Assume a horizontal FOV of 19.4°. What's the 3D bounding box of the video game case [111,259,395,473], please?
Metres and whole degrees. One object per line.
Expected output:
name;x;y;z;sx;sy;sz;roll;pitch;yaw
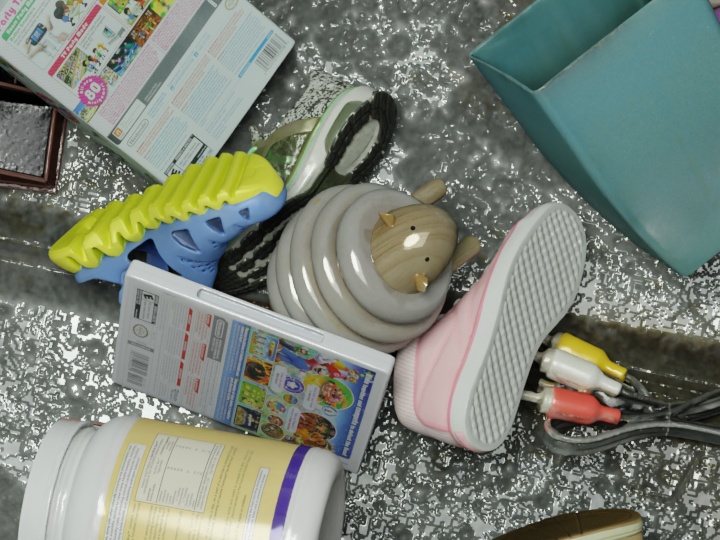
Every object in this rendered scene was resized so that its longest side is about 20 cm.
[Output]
video game case;-0.081;0.072;1.525;0.198;0.144;0.018;21;53;3

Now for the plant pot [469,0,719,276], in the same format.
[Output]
plant pot;0.205;-0.108;1.522;0.141;0.141;0.201;-38;113;-3

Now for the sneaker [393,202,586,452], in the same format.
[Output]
sneaker;0.086;0.037;1.546;0.075;0.104;0.201;39;66;-35

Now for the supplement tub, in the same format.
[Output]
supplement tub;-0.119;0.178;1.429;0.198;0.145;0.147;10;84;8

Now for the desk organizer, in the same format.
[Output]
desk organizer;-0.255;-0.166;1.580;0.071;0.077;0.202;7;84;1

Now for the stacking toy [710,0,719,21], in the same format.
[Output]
stacking toy;0.301;-0.122;1.573;0.085;0.085;0.202;-16;89;-1

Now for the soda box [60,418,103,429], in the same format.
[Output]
soda box;-0.124;0.153;1.540;0.198;0.068;0.064;8;84;7

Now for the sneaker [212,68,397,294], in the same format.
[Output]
sneaker;-0.061;-0.069;1.585;0.200;0.077;0.088;-49;54;-3

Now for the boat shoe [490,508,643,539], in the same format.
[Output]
boat shoe;0.117;0.230;1.541;0.198;0.074;0.067;-19;96;0

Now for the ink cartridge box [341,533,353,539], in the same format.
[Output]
ink cartridge box;-0.042;0.306;1.520;0.144;0.088;0.202;-20;85;-2

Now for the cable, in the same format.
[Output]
cable;0.211;0.100;1.549;0.198;0.051;0.098;10;46;6

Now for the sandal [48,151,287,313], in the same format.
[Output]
sandal;-0.128;-0.022;1.523;0.199;0.080;0.087;-21;110;34

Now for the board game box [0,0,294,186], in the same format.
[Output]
board game box;-0.170;-0.171;1.540;0.200;0.064;0.148;39;83;-29

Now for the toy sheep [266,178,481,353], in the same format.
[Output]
toy sheep;0.000;0.000;1.519;0.137;0.200;0.139;15;62;-31
